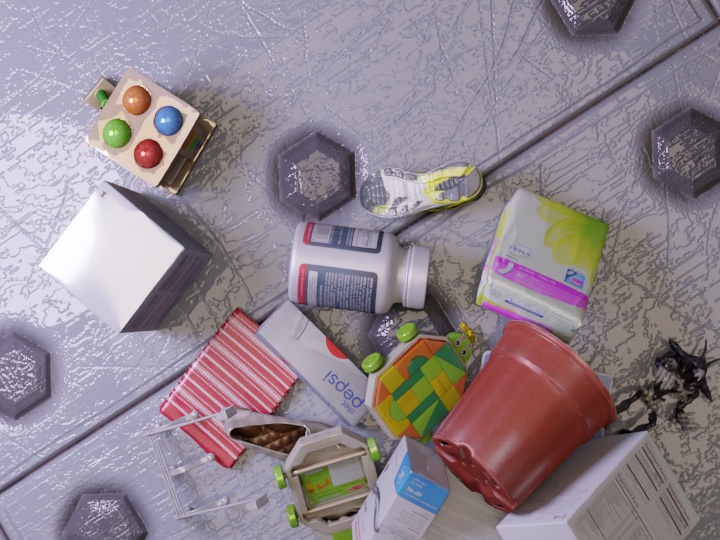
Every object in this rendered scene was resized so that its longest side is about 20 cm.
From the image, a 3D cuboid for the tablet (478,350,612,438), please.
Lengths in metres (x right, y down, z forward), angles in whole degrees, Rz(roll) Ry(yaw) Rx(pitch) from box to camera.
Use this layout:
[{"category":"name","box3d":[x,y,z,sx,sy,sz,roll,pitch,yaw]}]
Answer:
[{"category":"tablet","box3d":[0.267,0.200,1.746,0.197,0.014,0.132,11,89,3]}]

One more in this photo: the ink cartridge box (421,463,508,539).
[{"category":"ink cartridge box","box3d":[0.178,0.329,1.682,0.160,0.050,0.202,26,61,-5]}]

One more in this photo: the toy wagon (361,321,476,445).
[{"category":"toy wagon","box3d":[0.097,0.151,1.713,0.199,0.039,0.156,-40,112,-14]}]

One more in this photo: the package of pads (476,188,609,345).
[{"category":"package of pads","box3d":[0.257,-0.011,1.678,0.153,0.069,0.201,23,52,3]}]

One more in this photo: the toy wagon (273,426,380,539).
[{"category":"toy wagon","box3d":[-0.036,0.328,1.722,0.153,0.040,0.203,-15,112,-2]}]

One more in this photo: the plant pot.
[{"category":"plant pot","box3d":[0.213,0.209,1.615,0.201,0.201,0.195,44,72,3]}]

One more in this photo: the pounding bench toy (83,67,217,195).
[{"category":"pounding bench toy","box3d":[-0.335,-0.221,1.719,0.198,0.156,0.125,32,91,4]}]

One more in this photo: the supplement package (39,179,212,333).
[{"category":"supplement package","box3d":[-0.331,-0.016,1.693,0.151,0.200,0.151,39,91,4]}]

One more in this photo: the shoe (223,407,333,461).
[{"category":"shoe","box3d":[-0.107,0.252,1.735,0.197,0.053,0.071,14,94,-9]}]

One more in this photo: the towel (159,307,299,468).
[{"category":"towel","box3d":[-0.192,0.178,1.770,0.144,0.022,0.201,38,91,3]}]

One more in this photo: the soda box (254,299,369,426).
[{"category":"soda box","box3d":[-0.061,0.136,1.726,0.200,0.063,0.068,45,79,-3]}]

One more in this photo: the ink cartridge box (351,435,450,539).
[{"category":"ink cartridge box","box3d":[0.044,0.349,1.648,0.066,0.116,0.202,27,104,-10]}]

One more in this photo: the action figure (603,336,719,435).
[{"category":"action figure","box3d":[0.440,0.181,1.691,0.199,0.102,0.119,-38,102,2]}]

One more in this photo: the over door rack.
[{"category":"over door rack","box3d":[-0.218,0.279,1.709,0.198,0.066,0.150,-17,94,41]}]

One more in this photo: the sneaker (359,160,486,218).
[{"category":"sneaker","box3d":[0.095,-0.111,1.735,0.197,0.084,0.076,-3,81,25]}]

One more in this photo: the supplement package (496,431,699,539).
[{"category":"supplement package","box3d":[0.326,0.346,1.615,0.199,0.151,0.152,-37,98,-33]}]

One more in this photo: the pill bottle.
[{"category":"pill bottle","box3d":[0.000,0.000,1.713,0.196,0.120,0.122,7,89,3]}]
